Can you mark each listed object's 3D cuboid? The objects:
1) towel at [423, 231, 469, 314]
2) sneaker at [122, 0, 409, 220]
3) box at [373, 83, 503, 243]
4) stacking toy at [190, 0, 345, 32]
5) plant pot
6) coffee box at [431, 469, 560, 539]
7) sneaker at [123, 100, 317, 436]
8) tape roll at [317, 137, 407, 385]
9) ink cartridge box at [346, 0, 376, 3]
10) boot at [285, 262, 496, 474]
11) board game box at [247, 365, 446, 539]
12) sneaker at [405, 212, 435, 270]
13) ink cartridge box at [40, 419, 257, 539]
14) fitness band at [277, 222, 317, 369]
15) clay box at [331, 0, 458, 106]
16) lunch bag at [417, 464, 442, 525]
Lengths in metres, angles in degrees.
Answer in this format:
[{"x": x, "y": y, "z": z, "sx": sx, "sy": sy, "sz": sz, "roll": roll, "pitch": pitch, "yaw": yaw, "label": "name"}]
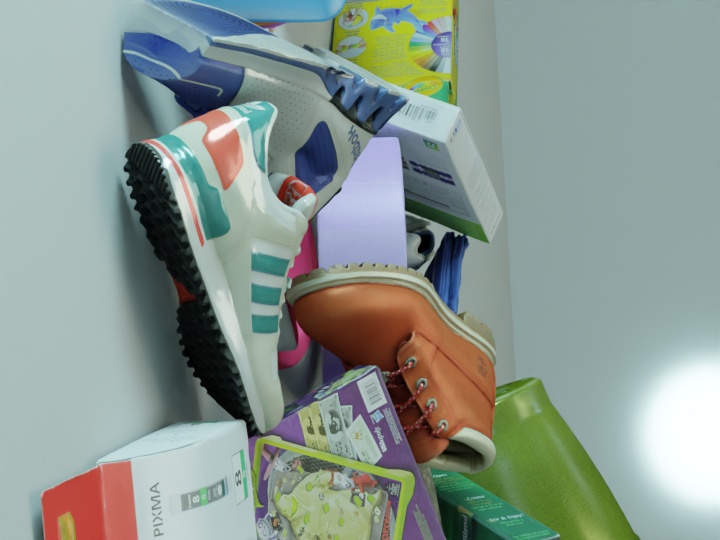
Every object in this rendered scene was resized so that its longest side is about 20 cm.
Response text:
[{"x": 0.044, "y": 0.077, "z": 1.292, "sx": 0.145, "sy": 0.024, "sz": 0.201, "roll": -78, "pitch": -168, "yaw": -57, "label": "towel"}, {"x": -0.057, "y": -0.075, "z": 0.848, "sx": 0.199, "sy": 0.080, "sz": 0.116, "roll": 11, "pitch": 107, "yaw": -54, "label": "sneaker"}, {"x": 0.035, "y": -0.097, "z": 1.237, "sx": 0.037, "sy": 0.143, "sz": 0.200, "roll": -62, "pitch": 157, "yaw": -14, "label": "box"}, {"x": -0.061, "y": -0.195, "z": 0.945, "sx": 0.200, "sy": 0.108, "sz": 0.117, "roll": 96, "pitch": -3, "yaw": -86, "label": "stacking toy"}, {"x": 0.123, "y": 0.200, "z": 1.237, "sx": 0.200, "sy": 0.199, "sz": 0.195, "roll": -7, "pitch": 75, "yaw": -80, "label": "plant pot"}, {"x": 0.071, "y": 0.222, "z": 1.122, "sx": 0.200, "sy": 0.044, "sz": 0.124, "roll": 26, "pitch": -63, "yaw": 56, "label": "coffee box"}, {"x": -0.056, "y": 0.000, "z": 0.807, "sx": 0.070, "sy": 0.093, "sz": 0.201, "roll": 33, "pitch": -33, "yaw": 47, "label": "sneaker"}, {"x": 0.000, "y": 0.000, "z": 1.134, "sx": 0.200, "sy": 0.065, "sz": 0.202, "roll": 179, "pitch": -90, "yaw": -89, "label": "tape roll"}, {"x": -0.023, "y": -0.337, "z": 1.211, "sx": 0.145, "sy": 0.083, "sz": 0.202, "roll": 47, "pitch": 38, "yaw": -73, "label": "ink cartridge box"}, {"x": 0.027, "y": 0.066, "z": 0.970, "sx": 0.199, "sy": 0.075, "sz": 0.108, "roll": 30, "pitch": 48, "yaw": -42, "label": "boot"}, {"x": -0.005, "y": 0.173, "z": 0.896, "sx": 0.119, "sy": 0.032, "sz": 0.202, "roll": -27, "pitch": 102, "yaw": -32, "label": "board game box"}, {"x": 0.030, "y": -0.021, "z": 1.351, "sx": 0.200, "sy": 0.086, "sz": 0.075, "roll": -65, "pitch": 142, "yaw": -73, "label": "sneaker"}, {"x": -0.091, "y": 0.165, "z": 0.715, "sx": 0.200, "sy": 0.050, "sz": 0.163, "roll": -13, "pitch": 98, "yaw": -82, "label": "ink cartridge box"}, {"x": -0.062, "y": -0.027, "z": 1.003, "sx": 0.144, "sy": 0.037, "sz": 0.202, "roll": -83, "pitch": 166, "yaw": -58, "label": "fitness band"}, {"x": 0.033, "y": -0.204, "z": 1.376, "sx": 0.048, "sy": 0.114, "sz": 0.201, "roll": 74, "pitch": 16, "yaw": -49, "label": "clay box"}, {"x": 0.003, "y": 0.207, "z": 1.021, "sx": 0.164, "sy": 0.116, "sz": 0.202, "roll": 13, "pitch": 77, "yaw": -78, "label": "lunch bag"}]
